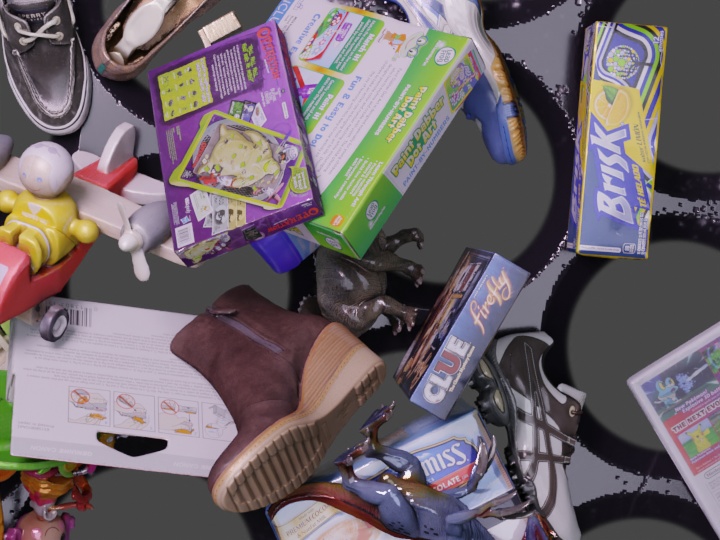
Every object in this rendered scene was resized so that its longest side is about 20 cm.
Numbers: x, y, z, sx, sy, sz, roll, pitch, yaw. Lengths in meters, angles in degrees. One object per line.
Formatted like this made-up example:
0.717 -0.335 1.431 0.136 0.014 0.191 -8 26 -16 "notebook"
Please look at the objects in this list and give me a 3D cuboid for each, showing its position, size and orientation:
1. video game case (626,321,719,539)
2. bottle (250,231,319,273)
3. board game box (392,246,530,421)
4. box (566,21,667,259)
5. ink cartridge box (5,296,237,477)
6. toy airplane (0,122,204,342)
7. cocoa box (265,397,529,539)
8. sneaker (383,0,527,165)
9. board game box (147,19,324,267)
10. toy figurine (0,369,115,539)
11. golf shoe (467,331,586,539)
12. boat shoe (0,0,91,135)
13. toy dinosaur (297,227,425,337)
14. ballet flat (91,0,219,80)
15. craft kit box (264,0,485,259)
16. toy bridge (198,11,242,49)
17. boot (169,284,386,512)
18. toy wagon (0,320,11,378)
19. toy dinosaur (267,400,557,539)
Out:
0.366 0.123 1.660 0.200 0.023 0.183 -31 94 -1 "video game case"
-0.015 -0.085 1.568 0.200 0.084 0.065 -40 66 -6 "bottle"
0.080 0.048 1.548 0.035 0.200 0.136 30 90 -4 "board game box"
0.221 -0.111 1.614 0.064 0.070 0.201 4 92 -2 "box"
-0.192 0.105 1.540 0.199 0.174 0.044 8 136 -15 "ink cartridge box"
-0.240 -0.057 1.523 0.199 0.141 0.199 -14 51 -9 "toy airplane"
0.033 0.210 1.585 0.200 0.133 0.132 -26 92 -2 "cocoa box"
0.079 -0.177 1.610 0.088 0.075 0.201 -22 87 9 "sneaker"
-0.103 -0.105 1.497 0.120 0.032 0.200 -23 51 14 "board game box"
-0.285 0.194 1.577 0.150 0.200 0.185 31 121 36 "toy figurine"
0.164 0.148 1.620 0.094 0.078 0.200 -23 95 -3 "golf shoe"
-0.277 -0.213 1.580 0.070 0.064 0.201 -13 93 -3 "boat shoe"
0.000 0.000 1.603 0.102 0.077 0.201 13 95 -11 "toy dinosaur"
-0.153 -0.241 1.585 0.068 0.067 0.200 37 90 -5 "ballet flat"
-0.030 -0.125 1.520 0.197 0.049 0.200 20 69 38 "craft kit box"
-0.091 -0.120 1.615 0.067 0.027 0.200 -28 94 -2 "toy bridge"
-0.095 0.101 1.513 0.166 0.073 0.200 25 50 32 "boot"
-0.387 0.054 1.598 0.155 0.040 0.200 -39 94 -2 "toy wagon"
0.063 0.193 1.501 0.200 0.105 0.182 -35 100 31 "toy dinosaur"
